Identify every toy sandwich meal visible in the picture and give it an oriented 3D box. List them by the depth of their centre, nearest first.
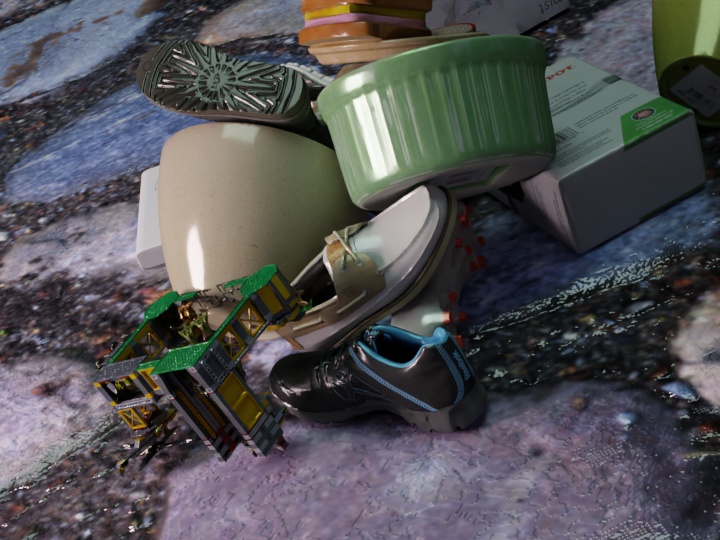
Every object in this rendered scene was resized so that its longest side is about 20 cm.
[{"bbox_3d":[0.030,-0.252,1.506,0.204,0.071,0.205,-5,9,1],"label":"toy sandwich meal"}]

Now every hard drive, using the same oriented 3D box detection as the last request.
[{"bbox_3d":[-0.177,-0.076,1.609,0.131,0.027,0.200,-18,29,4],"label":"hard drive"}]

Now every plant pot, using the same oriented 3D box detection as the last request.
[{"bbox_3d":[0.356,-0.239,1.420,0.186,0.187,0.201,1,50,33],"label":"plant pot"}]

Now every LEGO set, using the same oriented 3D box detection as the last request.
[{"bbox_3d":[-0.116,0.090,1.214,0.199,0.116,0.154,-19,27,37],"label":"LEGO set"}]

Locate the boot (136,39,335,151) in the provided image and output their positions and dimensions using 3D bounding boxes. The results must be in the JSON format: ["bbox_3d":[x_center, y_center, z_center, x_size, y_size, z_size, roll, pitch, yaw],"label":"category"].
[{"bbox_3d":[-0.096,-0.126,1.364,0.181,0.200,0.073,19,77,20],"label":"boot"}]

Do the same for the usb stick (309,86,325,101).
[{"bbox_3d":[-0.014,-0.174,1.561,0.199,0.033,0.055,0,-17,-35],"label":"usb stick"}]

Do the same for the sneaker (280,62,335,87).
[{"bbox_3d":[-0.072,-0.180,1.666,0.199,0.074,0.087,18,41,42],"label":"sneaker"}]

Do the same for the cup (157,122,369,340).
[{"bbox_3d":[-0.098,-0.021,1.333,0.199,0.200,0.144,-3,63,28],"label":"cup"}]

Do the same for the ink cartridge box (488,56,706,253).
[{"bbox_3d":[0.200,-0.113,1.373,0.146,0.083,0.200,-28,31,-12],"label":"ink cartridge box"}]

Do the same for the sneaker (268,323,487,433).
[{"bbox_3d":[0.006,0.075,1.185,0.199,0.082,0.073,-1,37,33],"label":"sneaker"}]

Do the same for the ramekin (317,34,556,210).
[{"bbox_3d":[0.070,-0.119,1.246,0.199,0.098,0.200,-13,-7,-2],"label":"ramekin"}]

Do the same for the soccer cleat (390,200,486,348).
[{"bbox_3d":[0.059,0.006,1.286,0.077,0.070,0.200,-11,33,22],"label":"soccer cleat"}]

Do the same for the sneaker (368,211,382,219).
[{"bbox_3d":[-0.031,-0.088,1.495,0.199,0.077,0.076,25,51,30],"label":"sneaker"}]

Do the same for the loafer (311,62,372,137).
[{"bbox_3d":[-0.006,-0.171,1.470,0.076,0.068,0.200,-4,10,28],"label":"loafer"}]

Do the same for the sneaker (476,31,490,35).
[{"bbox_3d":[0.126,-0.195,1.537,0.081,0.074,0.200,-57,26,18],"label":"sneaker"}]

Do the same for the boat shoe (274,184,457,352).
[{"bbox_3d":[0.000,0.000,1.226,0.200,0.068,0.075,-49,33,27],"label":"boat shoe"}]

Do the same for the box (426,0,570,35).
[{"bbox_3d":[0.126,-0.351,1.721,0.199,0.177,0.097,-31,31,-17],"label":"box"}]
